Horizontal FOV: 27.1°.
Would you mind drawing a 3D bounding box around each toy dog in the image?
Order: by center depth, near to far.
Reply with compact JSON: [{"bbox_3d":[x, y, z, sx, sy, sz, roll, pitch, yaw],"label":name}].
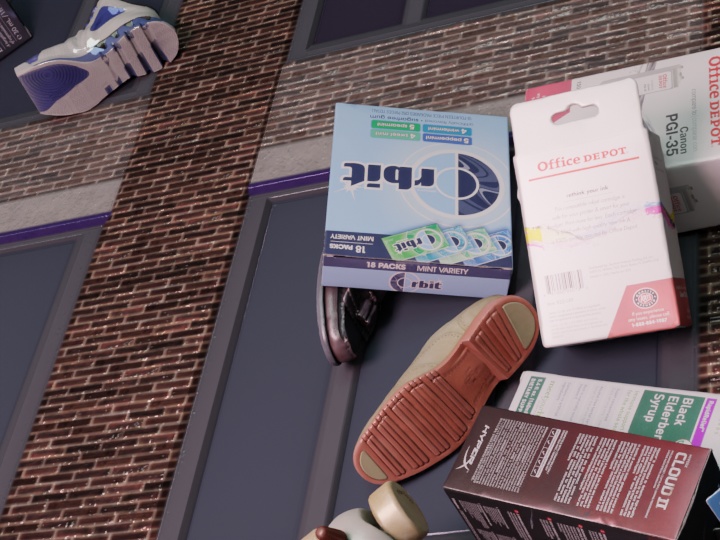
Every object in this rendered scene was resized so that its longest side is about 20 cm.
[{"bbox_3d":[0.025,0.240,1.057,0.199,0.096,0.133,35,96,28],"label":"toy dog"}]

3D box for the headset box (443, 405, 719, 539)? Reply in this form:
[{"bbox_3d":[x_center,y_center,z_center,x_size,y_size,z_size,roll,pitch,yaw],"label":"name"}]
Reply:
[{"bbox_3d":[0.178,0.180,1.037,0.198,0.149,0.075,7,54,36],"label":"headset box"}]

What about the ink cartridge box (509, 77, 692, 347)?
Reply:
[{"bbox_3d":[0.195,-0.045,1.225,0.115,0.067,0.203,-10,85,21],"label":"ink cartridge box"}]

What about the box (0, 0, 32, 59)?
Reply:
[{"bbox_3d":[-0.562,-0.324,1.963,0.199,0.149,0.107,-37,41,-6],"label":"box"}]

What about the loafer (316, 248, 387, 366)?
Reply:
[{"bbox_3d":[0.000,0.000,1.379,0.062,0.072,0.201,-11,42,15],"label":"loafer"}]

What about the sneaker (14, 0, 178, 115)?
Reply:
[{"bbox_3d":[-0.321,-0.270,1.830,0.197,0.081,0.116,-23,38,-1],"label":"sneaker"}]

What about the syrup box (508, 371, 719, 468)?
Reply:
[{"bbox_3d":[0.207,0.138,1.112,0.198,0.082,0.079,4,52,35],"label":"syrup box"}]

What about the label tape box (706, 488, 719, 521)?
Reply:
[{"bbox_3d":[0.322,0.133,0.994,0.199,0.144,0.066,-38,17,-8],"label":"label tape box"}]

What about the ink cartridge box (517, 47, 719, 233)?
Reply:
[{"bbox_3d":[0.247,-0.107,1.323,0.198,0.083,0.148,-11,45,22],"label":"ink cartridge box"}]

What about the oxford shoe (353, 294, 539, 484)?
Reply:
[{"bbox_3d":[0.066,0.100,1.259,0.200,0.071,0.074,-42,17,-11],"label":"oxford shoe"}]

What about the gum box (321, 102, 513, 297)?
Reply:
[{"bbox_3d":[0.053,-0.067,1.379,0.167,0.045,0.202,4,47,-2],"label":"gum box"}]
